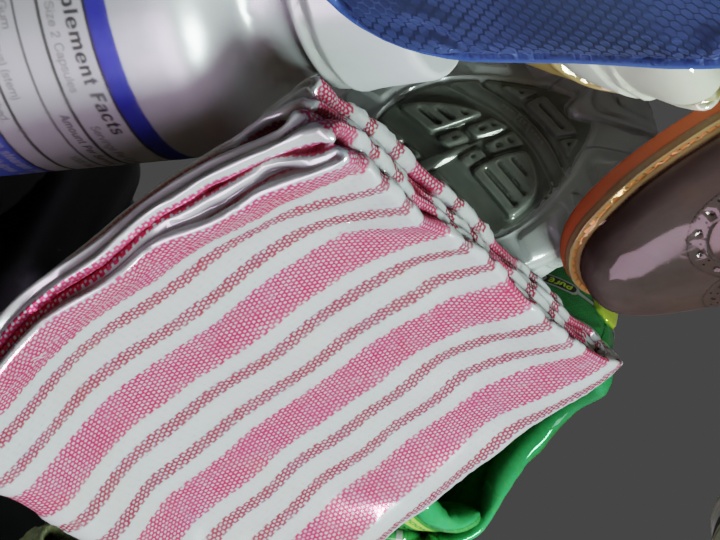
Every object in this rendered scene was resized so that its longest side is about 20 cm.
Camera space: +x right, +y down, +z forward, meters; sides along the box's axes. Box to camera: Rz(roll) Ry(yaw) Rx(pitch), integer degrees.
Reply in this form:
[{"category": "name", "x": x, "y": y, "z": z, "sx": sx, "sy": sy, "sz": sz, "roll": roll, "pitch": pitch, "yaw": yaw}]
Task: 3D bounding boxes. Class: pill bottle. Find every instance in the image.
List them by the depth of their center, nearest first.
[{"category": "pill bottle", "x": -0.076, "y": -0.083, "z": 0.768, "sx": 0.200, "sy": 0.112, "sz": 0.112, "roll": -6, "pitch": 144, "yaw": 19}]

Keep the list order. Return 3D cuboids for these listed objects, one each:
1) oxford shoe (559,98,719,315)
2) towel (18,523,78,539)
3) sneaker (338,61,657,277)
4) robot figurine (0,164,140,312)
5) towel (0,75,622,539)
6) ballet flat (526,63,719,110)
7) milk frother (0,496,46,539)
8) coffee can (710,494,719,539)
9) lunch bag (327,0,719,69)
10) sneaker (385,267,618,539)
[{"category": "oxford shoe", "x": 0.155, "y": -0.017, "z": 0.798, "sx": 0.200, "sy": 0.073, "sz": 0.071, "roll": -17, "pitch": 142, "yaw": 10}, {"category": "towel", "x": -0.119, "y": 0.203, "z": 0.982, "sx": 0.036, "sy": 0.200, "sz": 0.148, "roll": 8, "pitch": 146, "yaw": -40}, {"category": "sneaker", "x": 0.000, "y": 0.000, "z": 0.874, "sx": 0.200, "sy": 0.078, "sz": 0.099, "roll": -28, "pitch": 163, "yaw": -1}, {"category": "robot figurine", "x": -0.145, "y": 0.011, "z": 0.926, "sx": 0.125, "sy": 0.150, "sz": 0.200, "roll": -18, "pitch": 165, "yaw": -36}, {"category": "towel", "x": -0.021, "y": 0.035, "z": 0.790, "sx": 0.146, "sy": 0.030, "sz": 0.200, "roll": -37, "pitch": 145, "yaw": 10}, {"category": "ballet flat", "x": 0.108, "y": -0.077, "z": 0.772, "sx": 0.200, "sy": 0.063, "sz": 0.069, "roll": -12, "pitch": 141, "yaw": 31}, {"category": "milk frother", "x": -0.067, "y": 0.143, "z": 1.040, "sx": 0.180, "sy": 0.188, "sz": 0.200, "roll": -20, "pitch": 149, "yaw": -5}, {"category": "coffee can", "x": 0.191, "y": 0.183, "z": 1.023, "sx": 0.146, "sy": 0.200, "sz": 0.146, "roll": 7, "pitch": 148, "yaw": 5}, {"category": "lunch bag", "x": 0.031, "y": -0.151, "z": 0.620, "sx": 0.136, "sy": 0.132, "sz": 0.200, "roll": 6, "pitch": 152, "yaw": 35}, {"category": "sneaker", "x": -0.002, "y": 0.058, "z": 0.936, "sx": 0.200, "sy": 0.084, "sz": 0.074, "roll": -36, "pitch": 117, "yaw": 14}]
